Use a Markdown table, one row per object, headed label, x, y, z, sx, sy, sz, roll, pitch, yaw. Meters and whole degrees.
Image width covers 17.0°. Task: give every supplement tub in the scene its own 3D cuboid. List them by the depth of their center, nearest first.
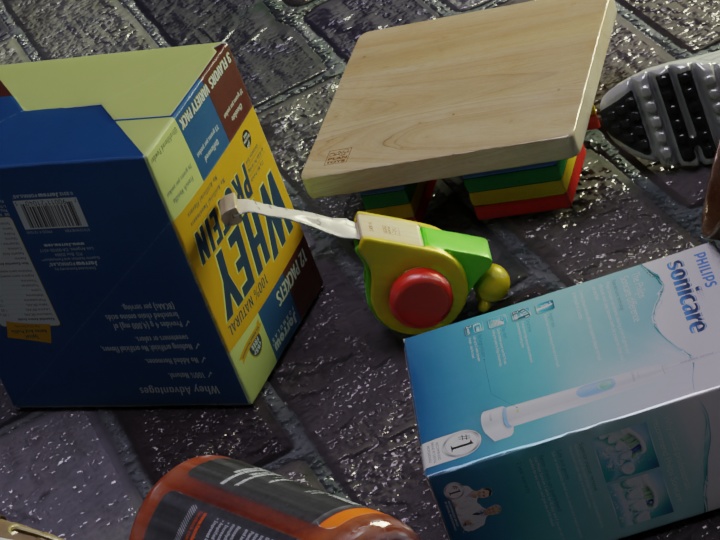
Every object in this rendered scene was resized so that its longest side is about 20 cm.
| label | x | y | z | sx | sy | sz | roll | pitch | yaw |
| --- | --- | --- | --- | --- | --- | --- | --- | --- | --- |
| supplement tub | -0.032 | 0.174 | 1.329 | 0.199 | 0.107 | 0.107 | 15 | 47 | 45 |

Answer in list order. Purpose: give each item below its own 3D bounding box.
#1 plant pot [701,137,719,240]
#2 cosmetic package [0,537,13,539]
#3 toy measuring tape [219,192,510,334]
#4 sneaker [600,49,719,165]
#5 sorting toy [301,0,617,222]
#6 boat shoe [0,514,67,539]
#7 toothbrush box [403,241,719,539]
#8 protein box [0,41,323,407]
| label | x | y | z | sx | sy | sz | roll | pitch | yaw |
| --- | --- | --- | --- | --- | --- | --- | --- | --- | --- |
| plant pot | 0.326 | -0.077 | 1.418 | 0.199 | 0.188 | 0.187 | 18 | 38 | 0 |
| cosmetic package | -0.130 | 0.228 | 1.286 | 0.200 | 0.081 | 0.113 | 23 | 96 | 49 |
| toy measuring tape | 0.000 | 0.000 | 1.570 | 0.199 | 0.074 | 0.074 | 10 | 30 | -11 |
| sneaker | 0.264 | -0.124 | 1.652 | 0.199 | 0.076 | 0.081 | -11 | 19 | 13 |
| sorting toy | 0.081 | -0.108 | 1.726 | 0.199 | 0.070 | 0.199 | -8 | 33 | 21 |
| boat shoe | -0.233 | 0.184 | 1.480 | 0.199 | 0.074 | 0.066 | 13 | 32 | 40 |
| toothbrush box | 0.135 | 0.080 | 1.392 | 0.199 | 0.086 | 0.147 | -19 | 30 | 5 |
| protein box | -0.164 | -0.026 | 1.623 | 0.197 | 0.201 | 0.135 | -3 | 36 | 28 |
